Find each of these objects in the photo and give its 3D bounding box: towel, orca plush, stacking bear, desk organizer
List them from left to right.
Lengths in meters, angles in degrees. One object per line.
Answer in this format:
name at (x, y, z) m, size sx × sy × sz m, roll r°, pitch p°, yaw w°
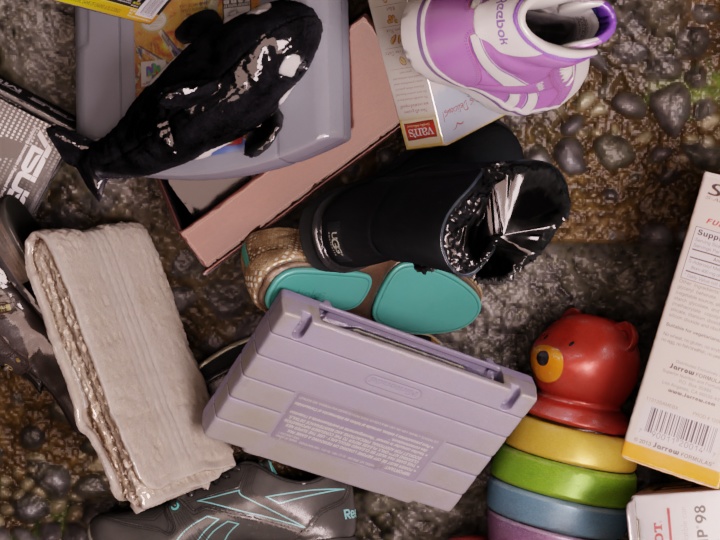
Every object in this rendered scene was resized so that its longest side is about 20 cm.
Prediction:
towel at (-0.157, 0.063, 1.330) m, size 0.034 × 0.132 × 0.201 m, roll -22°, pitch 85°, yaw 24°
orca plush at (-0.121, -0.118, 1.254) m, size 0.199 × 0.071 × 0.106 m, roll -16°, pitch 81°, yaw 21°
desk organizer at (-0.050, -0.092, 1.343) m, size 0.200 × 0.072 × 0.077 m, roll -37°, pitch 99°, yaw 8°
stacking bear at (0.146, 0.128, 1.378) m, size 0.113 × 0.121 × 0.201 m, roll 10°, pitch 94°, yaw -33°

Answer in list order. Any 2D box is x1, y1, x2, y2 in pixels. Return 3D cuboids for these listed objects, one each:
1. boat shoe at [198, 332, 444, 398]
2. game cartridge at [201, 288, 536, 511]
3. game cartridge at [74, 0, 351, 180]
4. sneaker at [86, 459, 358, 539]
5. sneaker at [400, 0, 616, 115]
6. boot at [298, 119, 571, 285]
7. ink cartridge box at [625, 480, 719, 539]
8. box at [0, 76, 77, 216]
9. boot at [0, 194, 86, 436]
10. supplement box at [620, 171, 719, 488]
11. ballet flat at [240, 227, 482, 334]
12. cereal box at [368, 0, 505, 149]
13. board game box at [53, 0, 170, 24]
boat shoe at (-0.033, 0.083, 1.389) m, size 0.199 × 0.062 × 0.075 m, roll -6°, pitch 105°, yaw 3°
game cartridge at (0.005, 0.093, 1.334) m, size 0.199 × 0.038 × 0.130 m, roll 20°, pitch 128°, yaw -22°
game cartridge at (-0.103, -0.129, 1.305) m, size 0.199 × 0.042 × 0.134 m, roll -4°, pitch 81°, yaw 22°
sneaker at (-0.100, 0.177, 1.416) m, size 0.199 × 0.075 × 0.080 m, roll 0°, pitch 90°, yaw -6°
sneaker at (0.125, -0.141, 1.239) m, size 0.114 × 0.200 × 0.073 m, roll -5°, pitch 89°, yaw 32°
boot at (0.080, -0.047, 1.264) m, size 0.200 × 0.168 × 0.077 m, roll -26°, pitch 108°, yaw -36°
ink cartridge box at (0.228, 0.207, 1.331) m, size 0.066 × 0.200 × 0.116 m, roll -6°, pitch 86°, yaw 12°
box at (-0.326, -0.062, 1.362) m, size 0.193 × 0.048 × 0.200 m, roll 29°, pitch 102°, yaw -5°
boot at (-0.280, 0.053, 1.346) m, size 0.174 × 0.069 × 0.200 m, roll -23°, pitch 101°, yaw 11°
supplement box at (0.247, 0.039, 1.325) m, size 0.073 × 0.126 × 0.201 m, roll 18°, pitch 94°, yaw 16°
ballet flat at (0.000, 0.000, 1.351) m, size 0.200 × 0.065 × 0.071 m, roll 11°, pitch 122°, yaw -41°
cereal box at (0.058, -0.195, 1.286) m, size 0.039 × 0.144 × 0.201 m, roll -3°, pitch 106°, yaw 39°
board game box at (-0.210, -0.237, 1.219) m, size 0.165 × 0.200 × 0.057 m, roll 45°, pitch 103°, yaw 11°
